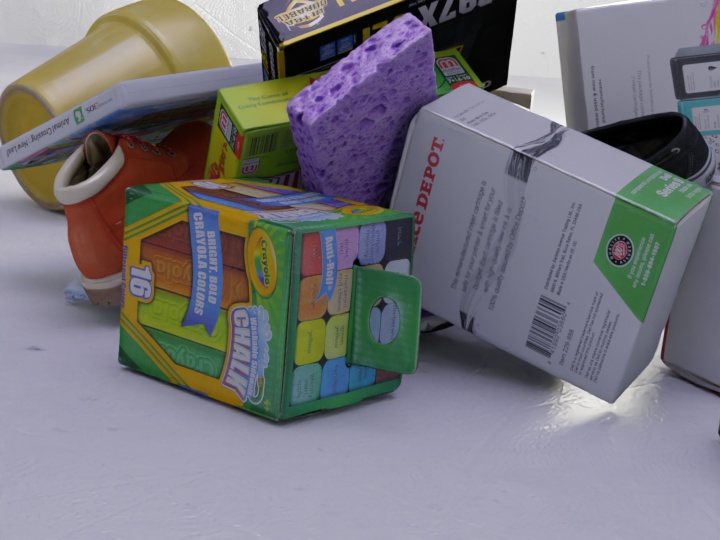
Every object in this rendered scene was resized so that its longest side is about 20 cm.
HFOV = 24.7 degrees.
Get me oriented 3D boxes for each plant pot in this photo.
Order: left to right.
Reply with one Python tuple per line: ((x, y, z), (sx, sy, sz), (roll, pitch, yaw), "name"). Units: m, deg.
((-0.245, -0.149, 1.625), (0.188, 0.203, 0.200), (-27, 30, -38), "plant pot")

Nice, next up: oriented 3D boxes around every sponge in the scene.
((0.010, -0.079, 1.163), (0.111, 0.201, 0.030), (-40, 60, -18), "sponge")

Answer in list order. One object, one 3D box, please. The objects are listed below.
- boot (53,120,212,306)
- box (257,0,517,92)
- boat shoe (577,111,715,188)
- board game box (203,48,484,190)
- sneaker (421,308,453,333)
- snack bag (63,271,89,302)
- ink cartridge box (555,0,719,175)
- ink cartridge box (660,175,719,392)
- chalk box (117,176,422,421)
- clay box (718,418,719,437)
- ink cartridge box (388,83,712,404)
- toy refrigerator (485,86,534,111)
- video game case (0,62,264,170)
((-0.162, -0.075, 1.247), (0.074, 0.108, 0.201), (-6, 32, 28), "boot")
((0.022, -0.169, 1.249), (0.198, 0.160, 0.050), (-22, 60, -13), "box")
((0.157, -0.075, 1.199), (0.198, 0.057, 0.069), (-11, 49, 25), "boat shoe")
((-0.013, -0.097, 1.219), (0.198, 0.102, 0.048), (-13, 51, -26), "board game box")
((0.000, 0.000, 1.266), (0.198, 0.084, 0.080), (15, 16, 34), "sneaker")
((-0.111, -0.036, 1.282), (0.186, 0.022, 0.201), (0, 38, 24), "snack bag")
((0.266, -0.145, 1.299), (0.197, 0.148, 0.147), (-7, 7, 1), "ink cartridge box")
((0.332, 0.008, 1.223), (0.198, 0.148, 0.083), (-1, 14, -30), "ink cartridge box")
((-0.047, 0.018, 1.070), (0.199, 0.126, 0.123), (14, 15, 39), "chalk box")
((0.326, 0.108, 1.003), (0.197, 0.048, 0.115), (5, 13, 3), "clay box")
((0.123, -0.023, 1.149), (0.199, 0.147, 0.084), (27, 31, 20), "ink cartridge box")
((0.043, -0.123, 1.374), (0.197, 0.077, 0.070), (6, 10, 7), "toy refrigerator")
((-0.160, -0.124, 1.298), (0.199, 0.022, 0.181), (-15, -2, -44), "video game case")
